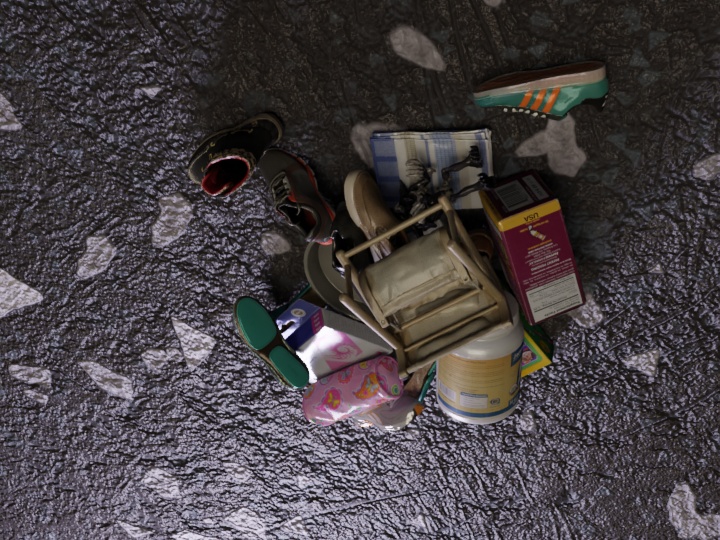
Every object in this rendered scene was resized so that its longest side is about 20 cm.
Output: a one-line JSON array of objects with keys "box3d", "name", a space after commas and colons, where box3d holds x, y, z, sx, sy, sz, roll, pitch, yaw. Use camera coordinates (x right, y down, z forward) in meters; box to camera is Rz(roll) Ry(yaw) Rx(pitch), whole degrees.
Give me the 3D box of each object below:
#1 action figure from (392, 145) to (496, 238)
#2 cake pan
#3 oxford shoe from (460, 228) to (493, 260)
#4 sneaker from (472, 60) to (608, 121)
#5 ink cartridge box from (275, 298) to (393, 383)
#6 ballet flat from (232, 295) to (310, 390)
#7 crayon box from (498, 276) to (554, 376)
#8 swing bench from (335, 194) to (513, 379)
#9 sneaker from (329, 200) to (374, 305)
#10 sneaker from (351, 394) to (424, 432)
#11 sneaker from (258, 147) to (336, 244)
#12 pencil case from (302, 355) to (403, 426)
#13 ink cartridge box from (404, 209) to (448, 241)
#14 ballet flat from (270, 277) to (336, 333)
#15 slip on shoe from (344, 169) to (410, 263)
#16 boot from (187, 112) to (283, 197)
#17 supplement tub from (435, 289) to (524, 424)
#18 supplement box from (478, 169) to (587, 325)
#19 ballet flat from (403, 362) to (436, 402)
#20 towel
[{"box3d": [0.109, -0.123, 1.589, 0.200, 0.119, 0.102, -29, 153, 28], "name": "action figure"}, {"box3d": [0.000, 0.000, 1.724, 0.200, 0.037, 0.201, 13, 131, 16], "name": "cake pan"}, {"box3d": [0.131, 0.011, 1.633, 0.200, 0.071, 0.071, -40, 111, 21], "name": "oxford shoe"}, {"box3d": [0.271, -0.257, 1.507, 0.199, 0.071, 0.080, -6, 117, 17], "name": "sneaker"}, {"box3d": [-0.073, 0.142, 1.828, 0.199, 0.043, 0.196, 21, 142, -23], "name": "ink cartridge box"}, {"box3d": [-0.167, 0.133, 1.794, 0.074, 0.074, 0.200, -29, 98, 29], "name": "ballet flat"}, {"box3d": [0.235, 0.103, 1.765, 0.119, 0.058, 0.200, -30, 111, 30], "name": "crayon box"}, {"box3d": [0.097, 0.030, 1.535, 0.198, 0.130, 0.200, -27, 125, 16], "name": "swing bench"}, {"box3d": [-0.010, -0.012, 1.632, 0.076, 0.091, 0.200, -3, 126, 28], "name": "sneaker"}, {"box3d": [0.033, 0.243, 1.872, 0.200, 0.076, 0.092, -8, 116, 51], "name": "sneaker"}, {"box3d": [-0.113, -0.126, 1.655, 0.200, 0.082, 0.077, 49, 119, 18], "name": "sneaker"}, {"box3d": [-0.015, 0.221, 1.826, 0.200, 0.088, 0.087, -28, 112, 35], "name": "pencil case"}, {"box3d": [0.094, -0.026, 1.719, 0.200, 0.050, 0.109, -22, 115, 37], "name": "ink cartridge box"}, {"box3d": [-0.119, 0.084, 1.842, 0.063, 0.069, 0.200, 45, 123, -11], "name": "ballet flat"}, {"box3d": [0.036, -0.072, 1.579, 0.060, 0.076, 0.200, 0, 124, 35], "name": "slip on shoe"}, {"box3d": [-0.227, -0.174, 1.649, 0.200, 0.151, 0.073, -22, 115, 27], "name": "boot"}, {"box3d": [0.198, 0.140, 1.674, 0.144, 0.145, 0.201, 5, 124, 12], "name": "supplement tub"}, {"box3d": [0.275, -0.037, 1.602, 0.103, 0.131, 0.200, -21, 119, 1], "name": "supplement box"}, {"box3d": [0.111, 0.172, 1.844, 0.067, 0.068, 0.200, 32, 126, 12], "name": "ballet flat"}, {"box3d": [0.120, -0.165, 1.640, 0.199, 0.024, 0.147, 1, 125, 17], "name": "towel"}]
